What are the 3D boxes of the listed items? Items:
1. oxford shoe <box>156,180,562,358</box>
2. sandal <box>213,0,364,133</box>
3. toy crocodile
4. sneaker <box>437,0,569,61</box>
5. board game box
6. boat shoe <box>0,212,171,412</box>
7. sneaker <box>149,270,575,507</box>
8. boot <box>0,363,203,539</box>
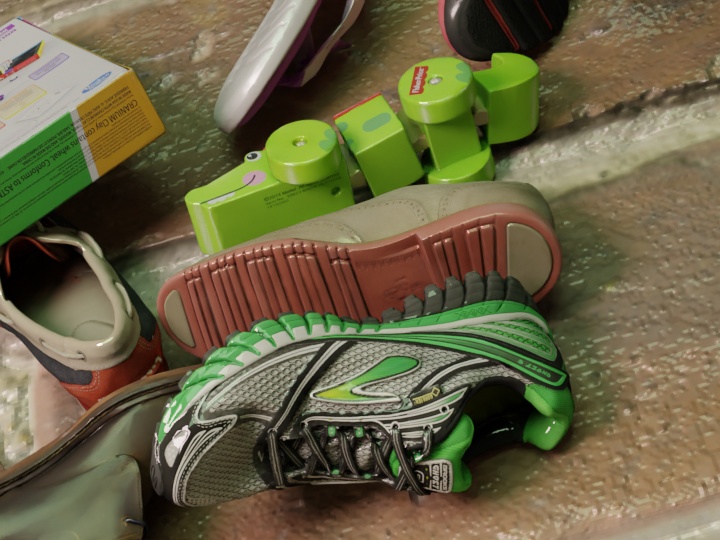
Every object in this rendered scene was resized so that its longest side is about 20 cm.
[{"bbox_3d":[0.000,0.000,0.926,0.200,0.071,0.074,-8,26,8],"label":"oxford shoe"},{"bbox_3d":[-0.020,-0.149,1.066,0.050,0.082,0.203,34,55,-9],"label":"sandal"},{"bbox_3d":[0.005,-0.061,0.969,0.200,0.068,0.062,-25,40,-6],"label":"toy crocodile"},{"bbox_3d":[0.076,-0.185,1.068,0.087,0.074,0.200,-4,43,35],"label":"sneaker"},{"bbox_3d":[-0.210,-0.070,1.027,0.153,0.040,0.200,-36,28,-13],"label":"board game box"},{"bbox_3d":[-0.162,0.007,0.969,0.071,0.063,0.200,-37,46,-12],"label":"boat shoe"},{"bbox_3d":[0.003,0.062,0.828,0.200,0.078,0.085,-17,48,-17],"label":"sneaker"},{"bbox_3d":[-0.111,0.114,0.867,0.200,0.075,0.097,-23,70,-14],"label":"boot"}]
